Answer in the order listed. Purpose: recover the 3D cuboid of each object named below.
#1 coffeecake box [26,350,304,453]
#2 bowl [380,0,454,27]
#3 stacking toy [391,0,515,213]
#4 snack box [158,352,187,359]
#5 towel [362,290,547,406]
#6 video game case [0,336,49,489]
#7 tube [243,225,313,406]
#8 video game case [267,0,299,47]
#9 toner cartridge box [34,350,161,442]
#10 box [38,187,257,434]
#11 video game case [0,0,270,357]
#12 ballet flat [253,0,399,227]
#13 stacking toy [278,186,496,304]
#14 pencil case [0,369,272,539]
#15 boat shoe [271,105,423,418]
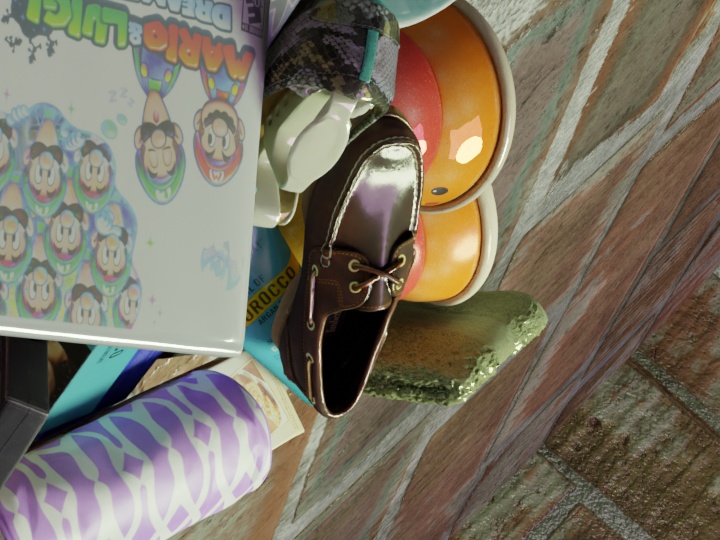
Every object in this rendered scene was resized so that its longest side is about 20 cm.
[{"bbox_3d":[-0.158,0.128,1.065,0.153,0.073,0.200,-24,-179,34],"label":"coffeecake box"},{"bbox_3d":[0.032,-0.231,0.804,0.201,0.105,0.201,-44,163,-17],"label":"bowl"},{"bbox_3d":[-0.017,-0.091,0.974,0.200,0.146,0.146,-17,146,-44],"label":"stacking toy"},{"bbox_3d":[-0.101,0.026,1.186,0.072,0.024,0.200,-55,163,13],"label":"snack box"},{"bbox_3d":[0.023,0.048,1.216,0.148,0.199,0.037,-36,126,-48],"label":"towel"},{"bbox_3d":[-0.206,0.077,0.780,0.200,0.025,0.181,-53,-152,24],"label":"video game case"},{"bbox_3d":[-0.053,0.028,1.035,0.077,0.050,0.200,-48,149,-7],"label":"tube"},{"bbox_3d":[-0.097,-0.127,0.845,0.182,0.023,0.200,-54,164,16],"label":"video game case"},{"bbox_3d":[-0.135,0.014,0.988,0.200,0.043,0.095,-51,168,30],"label":"toner cartridge box"},{"bbox_3d":[-0.138,-0.005,0.846,0.049,0.082,0.200,-23,159,-49],"label":"box"},{"bbox_3d":[-0.110,-0.060,0.688,0.200,0.024,0.183,11,82,-55],"label":"video game case"},{"bbox_3d":[-0.044,-0.062,0.820,0.072,0.072,0.200,-37,177,-38],"label":"ballet flat"},{"bbox_3d":[-0.019,-0.024,1.130,0.200,0.146,0.146,-19,149,-33],"label":"stacking toy"},{"bbox_3d":[-0.142,0.118,0.902,0.200,0.085,0.084,-19,127,-43],"label":"pencil case"},{"bbox_3d":[0.000,0.000,0.950,0.070,0.070,0.200,-6,134,-23],"label":"boat shoe"}]
